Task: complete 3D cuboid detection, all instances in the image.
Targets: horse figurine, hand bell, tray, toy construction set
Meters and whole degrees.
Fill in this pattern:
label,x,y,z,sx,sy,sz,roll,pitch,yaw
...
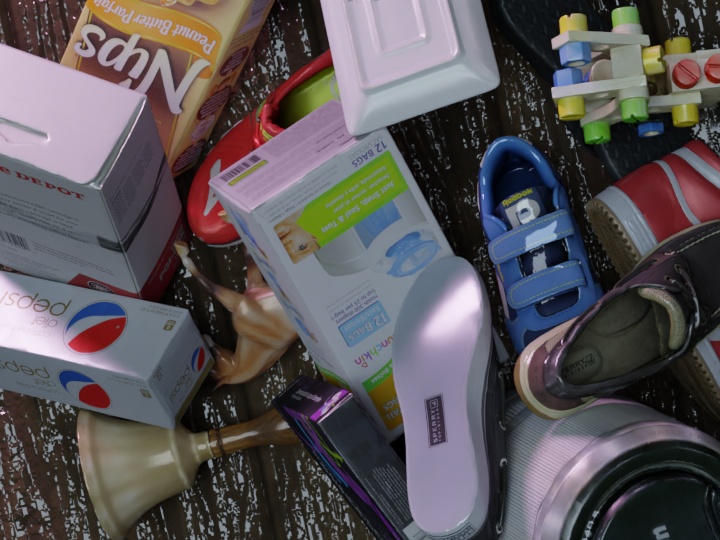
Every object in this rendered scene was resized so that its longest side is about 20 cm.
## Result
label,x,y,z,sx,sy,sz,roll,pitch,yaw
horse figurine,-0.041,0.004,1.554,0.199,0.050,0.133,-23,113,4
hand bell,-0.099,0.127,1.585,0.199,0.104,0.105,-15,89,6
tray,0.021,-0.192,1.424,0.107,0.022,0.201,-19,61,13
toy construction set,0.220,-0.125,1.406,0.199,0.131,0.093,9,79,2

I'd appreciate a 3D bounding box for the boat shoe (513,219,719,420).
label,x,y,z,sx,sy,sz,roll,pitch,yaw
boat shoe,0.192,0.031,1.377,0.200,0.065,0.073,-36,96,-19

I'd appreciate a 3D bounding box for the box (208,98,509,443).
label,x,y,z,sx,sy,sz,roll,pitch,yaw
box,0.000,0.000,1.471,0.112,0.101,0.201,-33,113,-10

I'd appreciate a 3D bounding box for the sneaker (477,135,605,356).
label,x,y,z,sx,sy,sz,roll,pitch,yaw
sneaker,0.122,-0.006,1.456,0.074,0.082,0.201,-21,53,5

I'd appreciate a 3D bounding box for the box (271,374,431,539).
label,x,y,z,sx,sy,sz,roll,pitch,yaw
box,0.006,0.143,1.472,0.036,0.200,0.143,-38,97,-7

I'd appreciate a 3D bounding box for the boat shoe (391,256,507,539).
label,x,y,z,sx,sy,sz,roll,pitch,yaw
boat shoe,0.068,0.090,1.392,0.070,0.066,0.201,-19,56,23

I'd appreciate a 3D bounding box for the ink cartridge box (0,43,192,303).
label,x,y,z,sx,sy,sz,roll,pitch,yaw
ink cartridge box,-0.213,-0.065,1.533,0.146,0.200,0.083,21,66,14

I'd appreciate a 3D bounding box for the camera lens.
label,x,y,z,sx,sy,sz,roll,pitch,yaw
camera lens,0.159,0.164,1.414,0.159,0.200,0.161,-3,100,-19

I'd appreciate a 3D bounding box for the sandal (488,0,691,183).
label,x,y,z,sx,sy,sz,roll,pitch,yaw
sandal,0.162,-0.130,1.490,0.075,0.048,0.201,-41,99,-21

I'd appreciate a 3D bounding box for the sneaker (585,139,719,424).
label,x,y,z,sx,sy,sz,roll,pitch,yaw
sneaker,0.247,0.007,1.468,0.112,0.071,0.201,-35,108,-13

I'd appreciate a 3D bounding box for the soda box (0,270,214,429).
label,x,y,z,sx,sy,sz,roll,pitch,yaw
soda box,-0.212,0.056,1.582,0.199,0.064,0.068,10,54,29

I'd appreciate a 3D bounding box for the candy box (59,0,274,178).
label,x,y,z,sx,sy,sz,roll,pitch,yaw
candy box,-0.140,-0.176,1.552,0.115,0.055,0.201,37,123,12

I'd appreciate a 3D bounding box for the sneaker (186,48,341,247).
label,x,y,z,sx,sy,sz,roll,pitch,yaw
sneaker,-0.062,-0.098,1.549,0.200,0.085,0.077,-46,80,14

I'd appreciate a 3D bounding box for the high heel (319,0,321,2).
label,x,y,z,sx,sy,sz,roll,pitch,yaw
high heel,-0.076,-0.236,1.549,0.096,0.067,0.200,-36,78,6
